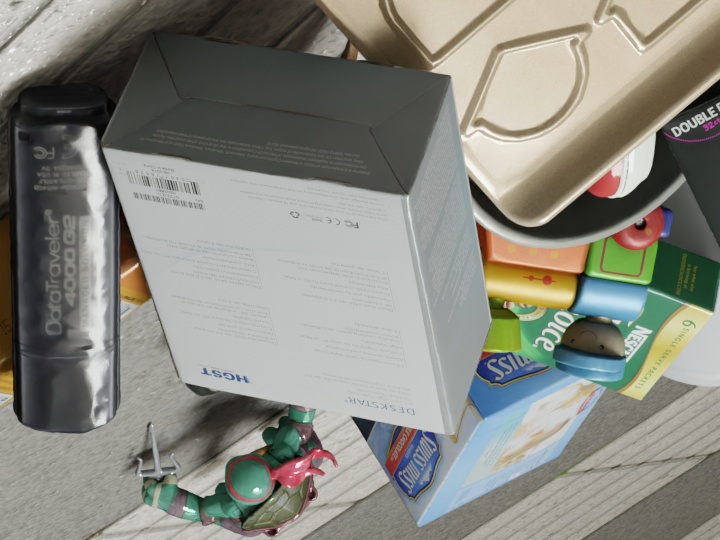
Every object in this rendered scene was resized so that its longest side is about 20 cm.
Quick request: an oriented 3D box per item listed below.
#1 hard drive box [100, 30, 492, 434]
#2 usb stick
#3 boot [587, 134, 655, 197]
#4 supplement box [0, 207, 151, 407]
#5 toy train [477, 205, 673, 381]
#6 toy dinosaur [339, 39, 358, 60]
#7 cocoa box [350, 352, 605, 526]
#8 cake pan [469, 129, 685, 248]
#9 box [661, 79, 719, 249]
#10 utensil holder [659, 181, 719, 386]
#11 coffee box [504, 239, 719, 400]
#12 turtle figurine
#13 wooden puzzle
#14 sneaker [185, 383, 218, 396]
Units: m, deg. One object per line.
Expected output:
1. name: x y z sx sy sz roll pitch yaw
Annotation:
1. hard drive box: -0.027 -0.015 1.315 0.201 0.155 0.077 79 27 -53
2. usb stick: -0.145 -0.002 1.315 0.055 0.033 0.201 -1 127 -7
3. boot: 0.069 -0.107 1.352 0.144 0.072 0.201 -26 122 -15
4. supplement box: -0.194 0.028 1.397 0.199 0.067 0.069 -34 164 9
5. toy train: 0.078 -0.004 1.585 0.198 0.117 0.085 8 -174 -14
6. toy dinosaur: -0.033 -0.067 1.406 0.200 0.060 0.106 -49 167 21
7. cocoa box: 0.081 0.065 1.856 0.133 0.132 0.200 -24 161 -23
8. cake pan: 0.120 -0.110 1.448 0.199 0.037 0.202 -16 123 -25
9. box: 0.273 -0.081 1.385 0.199 0.149 0.125 -23 -157 18
10. utensil holder: 0.244 -0.034 1.811 0.169 0.171 0.200 -29 160 -7
11. coffee box: 0.117 0.007 1.700 0.199 0.044 0.123 21 144 -10
12. turtle figurine: -0.077 0.137 1.854 0.149 0.101 0.200 -32 168 0
13. wooden puzzle: 0.087 -0.145 1.273 0.185 0.046 0.200 -40 121 6
14. sneaker: -0.031 0.021 1.636 0.200 0.080 0.074 -37 164 22
